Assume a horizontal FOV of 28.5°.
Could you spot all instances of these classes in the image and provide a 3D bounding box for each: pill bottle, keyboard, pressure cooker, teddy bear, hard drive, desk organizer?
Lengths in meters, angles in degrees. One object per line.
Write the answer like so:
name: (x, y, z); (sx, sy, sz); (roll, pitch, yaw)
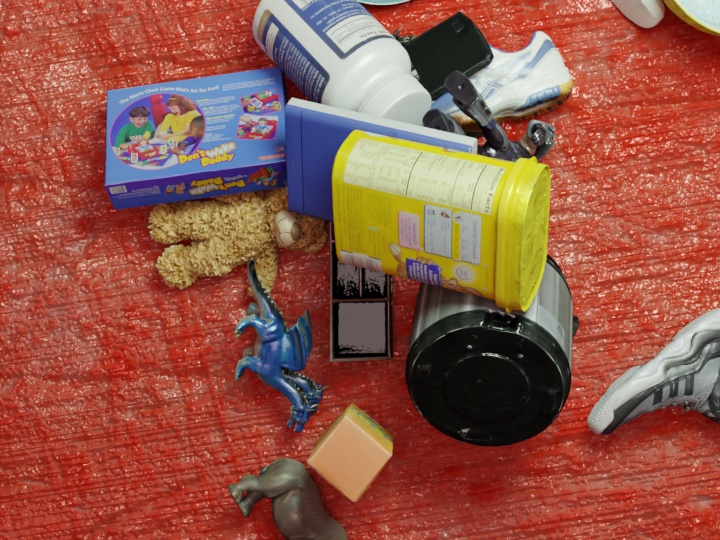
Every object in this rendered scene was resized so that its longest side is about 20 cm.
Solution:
pill bottle: (-0.017, -0.221, 1.503); (0.111, 0.111, 0.200); (-42, 65, 2)
keyboard: (0.047, -0.212, 1.561); (0.199, 0.040, 0.105); (-29, 63, 9)
pressure cooker: (0.141, 0.063, 1.494); (0.177, 0.201, 0.177); (1, 127, 9)
teddy bear: (-0.137, -0.041, 1.563); (0.198, 0.067, 0.147); (6, 93, 2)
hard drive: (0.019, -0.096, 1.449); (0.198, 0.025, 0.133); (14, 131, 17)
desk organizer: (0.000, 0.000, 1.554); (0.071, 0.077, 0.202); (0, 91, 2)

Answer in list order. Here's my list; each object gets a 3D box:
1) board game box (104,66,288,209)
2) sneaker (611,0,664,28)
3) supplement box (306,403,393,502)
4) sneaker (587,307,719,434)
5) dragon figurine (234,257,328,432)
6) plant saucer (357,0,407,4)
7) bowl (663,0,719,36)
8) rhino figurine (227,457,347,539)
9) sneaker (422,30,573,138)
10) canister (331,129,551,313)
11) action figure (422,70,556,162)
board game box: (-0.175, -0.145, 1.541); (0.198, 0.045, 0.135); (-7, 56, 2)
sneaker: (0.289, -0.365, 1.549); (0.088, 0.075, 0.201); (-32, 88, -10)
supplement box: (-0.009, 0.188, 1.495); (0.066, 0.200, 0.069); (39, 88, 1)
sneaker: (0.350, 0.139, 1.544); (0.199, 0.075, 0.114); (-38, 87, -1)
dragon figurine: (-0.083, 0.076, 1.550); (0.098, 0.059, 0.202); (6, 110, 8)
plant saucer: (0.024, -0.394, 1.575); (0.198, 0.027, 0.202); (0, 90, 2)
bowl: (0.383, -0.342, 1.516); (0.198, 0.108, 0.202); (0, 92, -12)
rhino figurine: (-0.061, 0.299, 1.567); (0.087, 0.060, 0.201); (-32, 93, -9)
sneaker: (0.129, -0.198, 1.559); (0.198, 0.075, 0.089); (-18, 79, -5)
canister: (0.076, -0.052, 1.378); (0.198, 0.087, 0.150); (14, 131, 19)
action figure: (0.139, -0.126, 1.508); (0.130, 0.200, 0.069); (-49, 51, 7)
